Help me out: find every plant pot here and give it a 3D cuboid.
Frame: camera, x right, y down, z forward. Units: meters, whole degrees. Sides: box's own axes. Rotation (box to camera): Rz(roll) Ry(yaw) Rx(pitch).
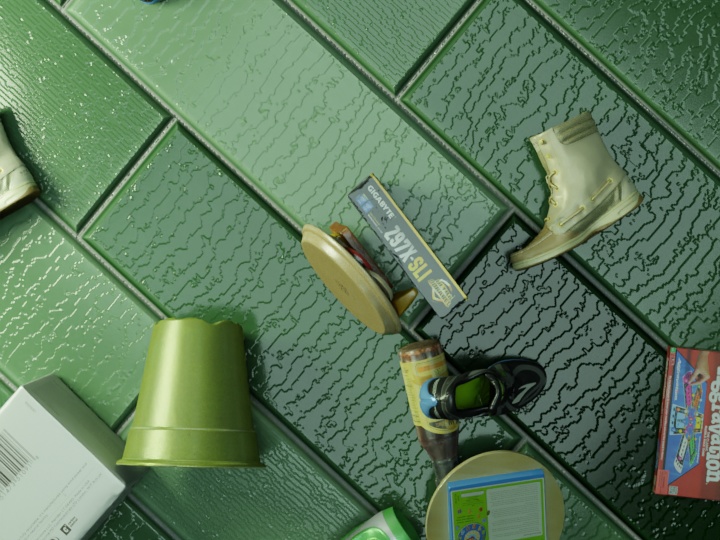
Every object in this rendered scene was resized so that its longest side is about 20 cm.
[{"bbox_3d":[-0.223,0.165,1.386,0.196,0.200,0.194,0,80,3],"label":"plant pot"}]

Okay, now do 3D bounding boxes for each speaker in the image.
[{"bbox_3d":[-0.010,0.416,1.421,0.199,0.088,0.089,-39,90,4],"label":"speaker"}]

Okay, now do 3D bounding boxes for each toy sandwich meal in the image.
[{"bbox_3d":[0.000,0.000,1.351,0.070,0.205,0.206,-42,89,-13],"label":"toy sandwich meal"}]

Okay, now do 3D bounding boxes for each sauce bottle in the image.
[{"bbox_3d":[0.103,0.198,1.417,0.065,0.066,0.204,-15,95,4],"label":"sauce bottle"}]

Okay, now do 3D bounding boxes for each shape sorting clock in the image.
[{"bbox_3d":[0.184,0.341,1.414,0.196,0.039,0.204,-2,100,-10],"label":"shape sorting clock"}]

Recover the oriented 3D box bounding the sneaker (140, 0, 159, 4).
[{"bbox_3d":[-0.348,-0.443,1.407,0.199,0.083,0.071,39,93,1],"label":"sneaker"}]

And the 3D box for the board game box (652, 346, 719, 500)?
[{"bbox_3d":[0.463,0.210,1.419,0.101,0.019,0.204,5,92,2],"label":"board game box"}]

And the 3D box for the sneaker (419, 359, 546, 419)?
[{"bbox_3d":[0.173,0.163,1.368,0.197,0.082,0.072,-6,91,-32],"label":"sneaker"}]

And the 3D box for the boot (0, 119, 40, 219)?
[{"bbox_3d":[-0.565,-0.129,1.437,0.198,0.072,0.157,-27,91,-1],"label":"boot"}]

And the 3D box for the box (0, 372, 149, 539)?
[{"bbox_3d":[-0.434,0.286,1.415,0.200,0.131,0.199,42,94,0],"label":"box"}]

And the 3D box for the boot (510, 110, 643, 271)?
[{"bbox_3d":[0.260,-0.106,1.391,0.198,0.073,0.157,-31,91,2],"label":"boot"}]

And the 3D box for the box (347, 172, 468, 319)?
[{"bbox_3d":[0.061,-0.031,1.362,0.049,0.160,0.201,-37,89,4],"label":"box"}]
